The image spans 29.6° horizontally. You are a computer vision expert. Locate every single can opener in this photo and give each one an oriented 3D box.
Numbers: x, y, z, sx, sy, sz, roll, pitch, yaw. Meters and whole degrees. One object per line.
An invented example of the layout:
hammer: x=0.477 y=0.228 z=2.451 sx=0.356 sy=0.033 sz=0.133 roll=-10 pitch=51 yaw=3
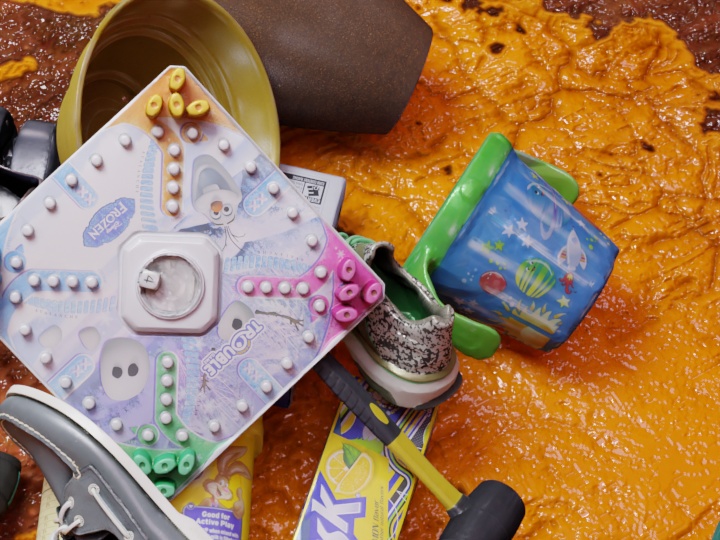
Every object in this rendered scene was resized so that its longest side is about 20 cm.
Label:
can opener: x=-0.283 y=-0.035 z=1.012 sx=0.078 sy=0.063 sz=0.200 roll=0 pitch=60 yaw=20

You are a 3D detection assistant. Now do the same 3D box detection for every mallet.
mallet: x=0.022 y=0.121 z=0.888 sx=0.200 sy=0.041 sz=0.066 roll=41 pitch=51 yaw=-10

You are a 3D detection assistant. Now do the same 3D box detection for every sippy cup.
sippy cup: x=0.113 y=-0.011 z=1.009 sx=0.130 sy=0.140 sz=0.178 roll=34 pitch=81 yaw=2

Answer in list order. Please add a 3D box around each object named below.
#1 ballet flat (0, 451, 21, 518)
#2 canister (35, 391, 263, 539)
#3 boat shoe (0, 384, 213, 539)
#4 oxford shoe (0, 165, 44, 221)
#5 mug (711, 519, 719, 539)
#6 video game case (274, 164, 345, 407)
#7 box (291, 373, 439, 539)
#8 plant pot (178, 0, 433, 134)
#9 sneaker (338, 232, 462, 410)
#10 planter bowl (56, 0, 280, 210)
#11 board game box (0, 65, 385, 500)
ballet flat: x=-0.319 y=0.104 z=0.936 sx=0.200 sy=0.068 sz=0.068 roll=35 pitch=53 yaw=2
canister: x=-0.142 y=0.180 z=0.894 sx=0.148 sy=0.087 sz=0.200 roll=3 pitch=62 yaw=-4
boat shoe: x=-0.155 y=0.149 z=0.822 sx=0.200 sy=0.073 sz=0.062 roll=41 pitch=63 yaw=9
oxford shoe: x=-0.212 y=-0.016 z=0.935 sx=0.200 sy=0.073 sz=0.071 roll=27 pitch=61 yaw=10
mug: x=0.232 y=0.258 z=0.870 sx=0.185 sy=0.114 sz=0.152 roll=-33 pitch=68 yaw=-22
video game case: x=-0.127 y=-0.006 z=1.014 sx=0.199 sy=0.045 sz=0.182 roll=13 pitch=59 yaw=2
box: x=-0.008 y=0.177 z=0.921 sx=0.070 sy=0.064 sz=0.200 roll=17 pitch=61 yaw=4
plant pot: x=-0.052 y=-0.188 z=1.074 sx=0.200 sy=0.187 sz=0.187 roll=23 pitch=60 yaw=-9
sneaker: x=0.000 y=0.000 z=0.931 sx=0.200 sy=0.089 sz=0.077 roll=40 pitch=48 yaw=22
planter bowl: x=-0.150 y=-0.092 z=0.955 sx=0.083 sy=0.200 sz=0.201 roll=-2 pitch=52 yaw=37
board game box: x=-0.118 y=0.009 z=0.849 sx=0.200 sy=0.026 sz=0.200 roll=-43 pitch=96 yaw=-4
